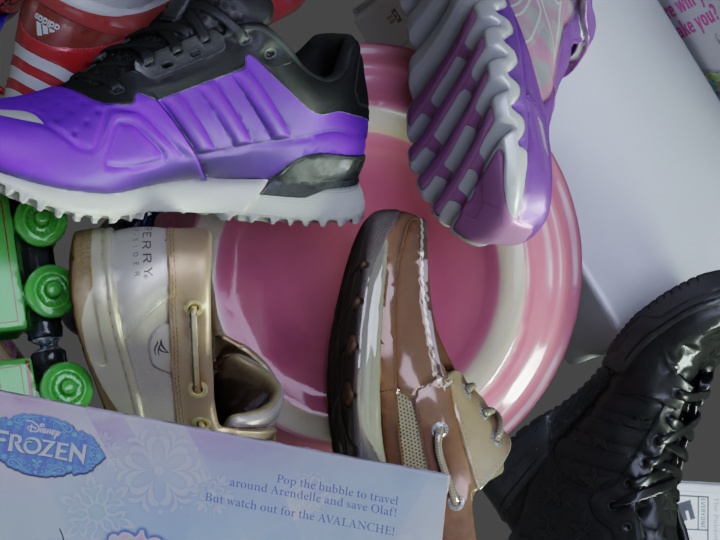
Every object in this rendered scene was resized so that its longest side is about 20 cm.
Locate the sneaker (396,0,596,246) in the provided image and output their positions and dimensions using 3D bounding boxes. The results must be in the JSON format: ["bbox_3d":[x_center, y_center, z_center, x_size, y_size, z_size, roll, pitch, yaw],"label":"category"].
[{"bbox_3d":[0.065,-0.098,1.188,0.088,0.081,0.201,10,53,-27],"label":"sneaker"}]

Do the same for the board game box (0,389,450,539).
[{"bbox_3d":[-0.074,0.161,1.070,0.199,0.043,0.200,11,69,-10],"label":"board game box"}]

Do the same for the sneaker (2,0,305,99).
[{"bbox_3d":[-0.098,-0.100,1.226,0.078,0.200,0.116,35,113,24],"label":"sneaker"}]

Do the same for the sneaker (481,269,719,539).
[{"bbox_3d":[0.125,0.099,1.247,0.060,0.200,0.105,7,45,-51],"label":"sneaker"}]

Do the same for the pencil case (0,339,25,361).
[{"bbox_3d":[-0.177,0.067,1.181,0.086,0.083,0.201,-36,95,-25],"label":"pencil case"}]

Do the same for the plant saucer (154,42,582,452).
[{"bbox_3d":[0.000,0.000,1.227,0.199,0.051,0.202,0,96,2],"label":"plant saucer"}]

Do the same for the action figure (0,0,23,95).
[{"bbox_3d":[-0.206,-0.135,1.195,0.199,0.065,0.099,18,32,-17],"label":"action figure"}]

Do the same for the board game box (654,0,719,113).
[{"bbox_3d":[0.193,-0.089,1.267,0.034,0.200,0.135,-32,93,-20],"label":"board game box"}]

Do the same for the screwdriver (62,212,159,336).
[{"bbox_3d":[-0.079,-0.053,1.204,0.028,0.029,0.201,33,109,5],"label":"screwdriver"}]

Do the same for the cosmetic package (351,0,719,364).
[{"bbox_3d":[0.100,-0.070,1.298,0.113,0.081,0.201,-31,94,-20],"label":"cosmetic package"}]

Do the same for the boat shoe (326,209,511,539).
[{"bbox_3d":[0.025,0.074,1.176,0.071,0.076,0.202,-1,96,-9],"label":"boat shoe"}]

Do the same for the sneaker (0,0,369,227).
[{"bbox_3d":[-0.081,-0.074,1.128,0.199,0.069,0.100,1,105,-36],"label":"sneaker"}]

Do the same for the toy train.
[{"bbox_3d":[-0.137,0.062,1.133,0.056,0.042,0.201,-6,80,-16],"label":"toy train"}]

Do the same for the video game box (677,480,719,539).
[{"bbox_3d":[0.203,0.202,1.310,0.181,0.047,0.202,5,81,-15],"label":"video game box"}]

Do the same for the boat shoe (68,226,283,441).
[{"bbox_3d":[-0.066,0.059,1.171,0.069,0.201,0.074,-11,46,7],"label":"boat shoe"}]
